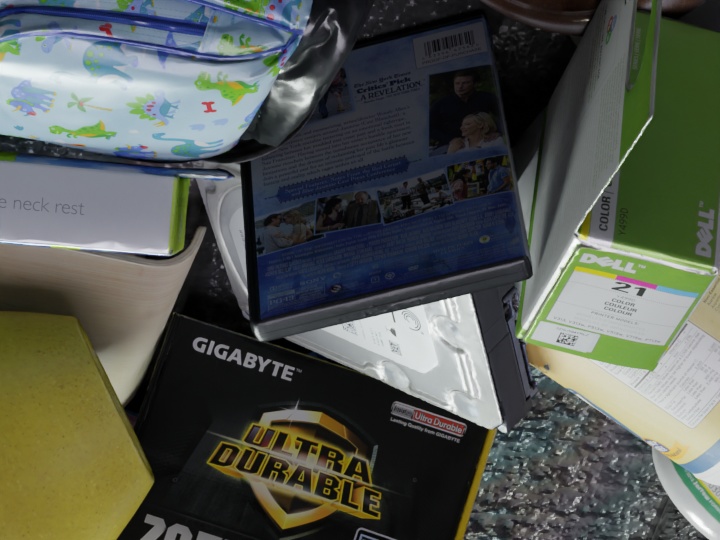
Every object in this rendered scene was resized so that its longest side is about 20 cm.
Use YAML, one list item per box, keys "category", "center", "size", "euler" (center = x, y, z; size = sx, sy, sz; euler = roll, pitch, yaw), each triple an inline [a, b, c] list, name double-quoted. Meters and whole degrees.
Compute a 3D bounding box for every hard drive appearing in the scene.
- category: "hard drive"
  center: [0.000, 0.000, 1.427]
  size: [0.200, 0.038, 0.140]
  euler: [22, 143, 35]

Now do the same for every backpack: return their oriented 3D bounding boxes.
- category: "backpack"
  center: [-0.112, -0.124, 1.270]
  size: [0.200, 0.154, 0.163]
  euler: [25, 158, -10]

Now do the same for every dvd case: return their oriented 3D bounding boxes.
- category: "dvd case"
  center: [0.008, -0.051, 1.359]
  size: [0.142, 0.200, 0.018]
  euler: [-14, 133, 7]

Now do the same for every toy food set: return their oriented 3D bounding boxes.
- category: "toy food set"
  center: [-0.201, 0.005, 1.489]
  size: [0.200, 0.060, 0.144]
  euler: [12, 138, -14]

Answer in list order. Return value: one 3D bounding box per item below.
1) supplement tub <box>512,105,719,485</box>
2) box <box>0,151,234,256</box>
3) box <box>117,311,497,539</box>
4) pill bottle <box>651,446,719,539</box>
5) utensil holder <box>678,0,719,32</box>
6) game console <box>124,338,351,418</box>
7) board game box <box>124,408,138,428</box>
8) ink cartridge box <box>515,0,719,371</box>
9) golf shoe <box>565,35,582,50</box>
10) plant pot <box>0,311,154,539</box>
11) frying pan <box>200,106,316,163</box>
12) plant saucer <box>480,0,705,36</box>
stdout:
- category: "supplement tub"
  center: [0.158, 0.009, 1.437]
  size: [0.200, 0.145, 0.145]
  euler: [34, 122, -4]
- category: "box"
  center: [-0.167, -0.037, 1.343]
  size: [0.200, 0.122, 0.048]
  euler: [5, 92, -1]
- category: "box"
  center: [-0.038, 0.130, 1.508]
  size: [0.200, 0.160, 0.049]
  euler: [18, 167, 2]
- category: "pill bottle"
  center: [0.275, 0.071, 1.552]
  size: [0.113, 0.113, 0.200]
  euler: [26, 123, -25]
- category: "utensil holder"
  center: [0.261, -0.081, 1.359]
  size: [0.170, 0.200, 0.170]
  euler: [-3, 128, -4]
- category: "game console"
  center: [-0.062, 0.155, 1.589]
  size: [0.200, 0.176, 0.116]
  euler: [-21, 158, 12]
- category: "board game box"
  center: [-0.105, 0.180, 1.570]
  size: [0.200, 0.040, 0.153]
  euler: [23, 103, 3]
- category: "ink cartridge box"
  center: [0.143, -0.066, 1.262]
  size: [0.076, 0.148, 0.200]
  euler: [14, 147, -7]
- category: "golf shoe"
  center: [0.156, -0.175, 1.347]
  size: [0.077, 0.088, 0.200]
  euler: [10, 130, -16]
- category: "plant pot"
  center: [-0.197, 0.100, 1.431]
  size: [0.142, 0.200, 0.200]
  euler: [-26, 130, -4]
- category: "frying pan"
  center: [-0.109, -0.101, 1.365]
  size: [0.190, 0.031, 0.115]
  euler: [-18, 88, -16]
- category: "plant saucer"
  center: [0.095, -0.196, 1.296]
  size: [0.200, 0.032, 0.200]
  euler: [16, 130, 19]
